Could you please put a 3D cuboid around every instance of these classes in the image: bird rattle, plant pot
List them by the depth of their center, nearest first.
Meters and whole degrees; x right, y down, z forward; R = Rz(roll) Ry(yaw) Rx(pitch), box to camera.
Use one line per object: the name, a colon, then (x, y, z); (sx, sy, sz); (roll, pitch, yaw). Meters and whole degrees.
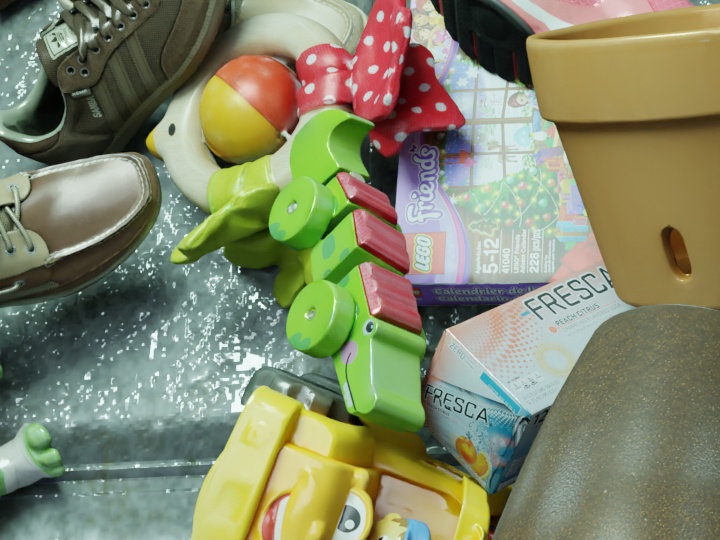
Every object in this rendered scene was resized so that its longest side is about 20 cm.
plant pot: (0.142, 0.124, 1.034); (0.186, 0.187, 0.201); (2, 59, 15)
plant pot: (0.190, -0.061, 1.120); (0.199, 0.200, 0.141); (-6, 100, 12)
bird rattle: (-0.048, -0.089, 1.284); (0.163, 0.112, 0.200); (39, 100, 38)

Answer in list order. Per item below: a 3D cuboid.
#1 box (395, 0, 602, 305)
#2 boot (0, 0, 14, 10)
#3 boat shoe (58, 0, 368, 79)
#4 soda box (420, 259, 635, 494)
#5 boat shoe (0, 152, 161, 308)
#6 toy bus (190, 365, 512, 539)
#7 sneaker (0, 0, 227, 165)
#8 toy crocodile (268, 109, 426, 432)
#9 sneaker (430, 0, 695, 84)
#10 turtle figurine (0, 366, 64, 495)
box: (0.093, -0.078, 1.304); (0.136, 0.039, 0.201); (-1, 68, 14)
boot: (-0.195, -0.289, 1.451); (0.199, 0.064, 0.187); (-32, 77, 3)
boat shoe: (-0.093, -0.155, 1.369); (0.199, 0.065, 0.072); (9, 71, 18)
soda box: (0.123, 0.044, 1.174); (0.200, 0.064, 0.068); (-23, 57, -40)
boat shoe: (-0.208, -0.015, 1.267); (0.199, 0.072, 0.076); (-25, 77, 5)
toy bus: (0.018, 0.146, 1.145); (0.191, 0.200, 0.136); (22, 89, 15)
sneaker: (-0.148, -0.132, 1.312); (0.200, 0.075, 0.071); (-53, 48, 33)
toy crocodile: (0.000, 0.000, 1.150); (0.062, 0.067, 0.201); (-43, 38, 28)
sneaker: (0.127, -0.147, 1.275); (0.200, 0.074, 0.087); (30, 67, 15)
turtle figurine: (-0.271, 0.118, 1.241); (0.194, 0.201, 0.144); (-34, 52, -21)
